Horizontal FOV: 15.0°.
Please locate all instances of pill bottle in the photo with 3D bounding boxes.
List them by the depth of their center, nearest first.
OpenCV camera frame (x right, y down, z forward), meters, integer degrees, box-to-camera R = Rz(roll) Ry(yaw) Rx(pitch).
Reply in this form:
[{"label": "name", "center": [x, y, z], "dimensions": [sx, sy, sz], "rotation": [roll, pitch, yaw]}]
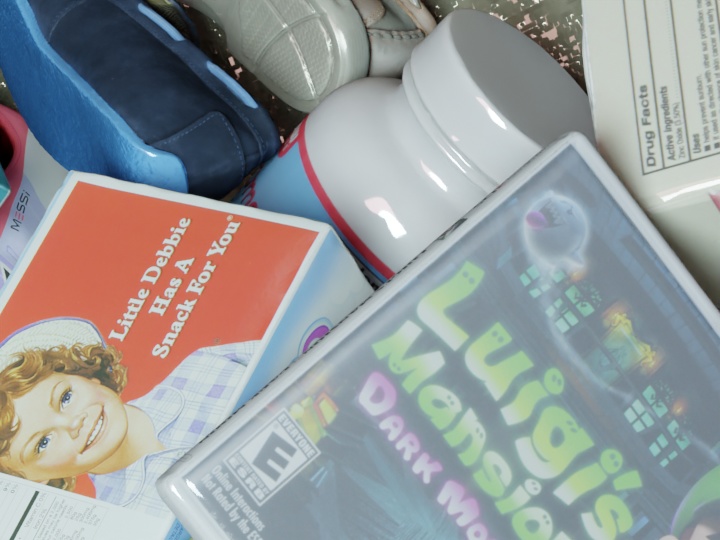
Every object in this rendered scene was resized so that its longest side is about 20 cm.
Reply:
[{"label": "pill bottle", "center": [0.000, 0.000, 1.028], "dimensions": [0.200, 0.109, 0.109], "rotation": [-47, 74, 25]}]

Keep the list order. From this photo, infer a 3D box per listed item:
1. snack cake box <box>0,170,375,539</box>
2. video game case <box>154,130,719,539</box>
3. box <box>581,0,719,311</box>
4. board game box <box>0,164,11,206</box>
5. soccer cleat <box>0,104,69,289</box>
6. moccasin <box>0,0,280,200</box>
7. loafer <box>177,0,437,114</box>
[{"label": "snack cake box", "center": [-0.086, 0.071, 0.922], "dimensions": [0.115, 0.067, 0.201], "rotation": [11, 62, 33]}, {"label": "video game case", "center": [0.063, 0.088, 0.885], "dimensions": [0.182, 0.023, 0.200], "rotation": [-40, 97, -15]}, {"label": "box", "center": [0.187, -0.074, 0.947], "dimensions": [0.199, 0.109, 0.129], "rotation": [-15, 59, 22]}, {"label": "board game box", "center": [-0.218, -0.029, 1.102], "dimensions": [0.151, 0.047, 0.200], "rotation": [-52, 32, 14]}, {"label": "soccer cleat", "center": [-0.142, 0.016, 1.066], "dimensions": [0.067, 0.076, 0.201], "rotation": [-32, 35, 31]}, {"label": "moccasin", "center": [-0.091, -0.074, 1.065], "dimensions": [0.200, 0.068, 0.081], "rotation": [50, 152, 46]}, {"label": "loafer", "center": [-0.047, -0.138, 1.093], "dimensions": [0.200, 0.063, 0.072], "rotation": [50, 136, 26]}]
